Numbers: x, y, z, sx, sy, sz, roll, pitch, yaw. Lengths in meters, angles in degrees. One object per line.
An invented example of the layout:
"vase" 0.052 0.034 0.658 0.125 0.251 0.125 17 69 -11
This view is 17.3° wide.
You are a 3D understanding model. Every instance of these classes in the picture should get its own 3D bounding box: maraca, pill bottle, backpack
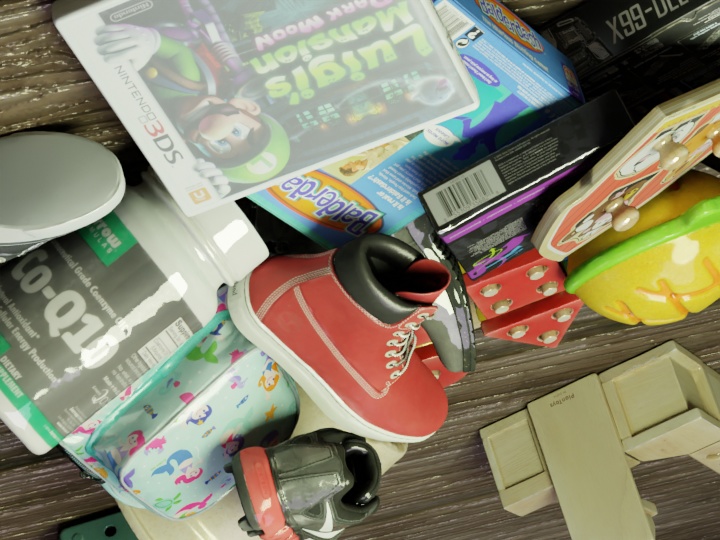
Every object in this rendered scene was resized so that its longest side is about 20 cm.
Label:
"maraca" 0.229 -0.025 1.681 0.137 0.107 0.200 -17 170 -42
"pill bottle" -0.165 0.016 1.523 0.200 0.113 0.113 -40 155 -6
"backpack" -0.133 0.083 1.661 0.178 0.151 0.200 -41 157 -7

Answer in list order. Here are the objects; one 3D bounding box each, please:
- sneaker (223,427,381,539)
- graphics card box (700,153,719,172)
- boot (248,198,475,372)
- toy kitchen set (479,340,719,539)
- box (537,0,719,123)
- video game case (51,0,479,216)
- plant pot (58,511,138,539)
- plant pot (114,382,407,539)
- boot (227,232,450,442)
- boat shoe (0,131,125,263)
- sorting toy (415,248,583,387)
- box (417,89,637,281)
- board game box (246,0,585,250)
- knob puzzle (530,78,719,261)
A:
"sneaker" -0.026 0.157 1.657 0.098 0.071 0.200 -18 164 6
"graphics card box" 0.329 -0.104 1.716 0.125 0.051 0.200 -30 153 26
"boot" 0.000 0.000 1.649 0.130 0.068 0.200 -18 121 6
"toy kitchen set" 0.250 0.195 2.140 0.200 0.163 0.180 -26 153 20
"box" 0.241 -0.161 1.548 0.200 0.050 0.158 -29 153 24
"video game case" -0.052 -0.126 1.393 0.200 0.023 0.182 -20 136 12
"plant pot" -0.194 0.300 2.115 0.141 0.141 0.200 -16 147 -1
"plant pot" -0.072 0.137 1.822 0.183 0.201 0.200 -36 151 14
"boot" 0.027 0.047 1.575 0.144 0.073 0.200 -15 139 37
"boat shoe" -0.242 -0.031 1.487 0.200 0.072 0.068 -15 153 2
"sorting toy" 0.081 0.021 1.793 0.200 0.070 0.199 -21 154 8
"box" 0.118 -0.053 1.562 0.143 0.036 0.200 -28 167 3
"board game box" 0.017 -0.099 1.490 0.200 0.045 0.152 -34 137 23
"knob puzzle" 0.191 -0.059 1.544 0.220 0.030 0.220 -35 168 -8
